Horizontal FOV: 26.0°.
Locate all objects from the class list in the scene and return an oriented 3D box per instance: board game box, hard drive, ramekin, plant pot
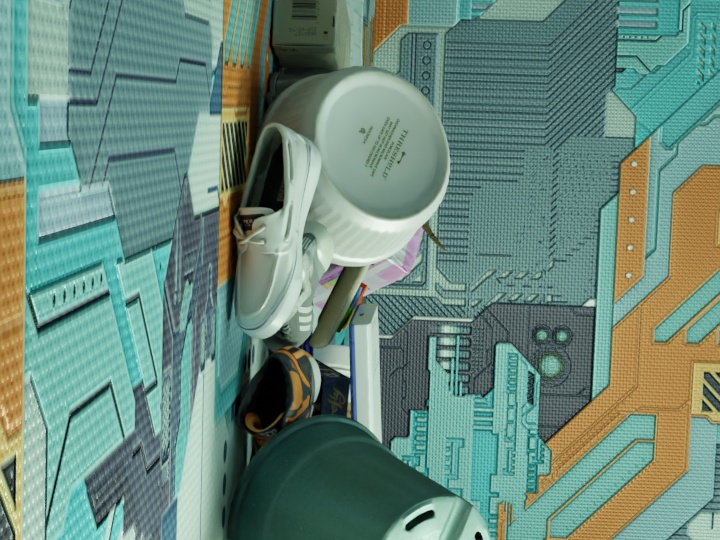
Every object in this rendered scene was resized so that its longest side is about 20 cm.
[{"bbox_3d":[-0.057,0.213,1.836,0.135,0.034,0.202,-163,-102,-70],"label":"board game box"},{"bbox_3d":[0.006,0.147,1.699,0.132,0.025,0.202,-63,152,-81],"label":"hard drive"},{"bbox_3d":[0.000,-0.113,1.573,0.094,0.201,0.204,-26,-124,58],"label":"ramekin"},{"bbox_3d":[0.008,0.255,1.460,0.195,0.199,0.202,15,-73,54],"label":"plant pot"}]

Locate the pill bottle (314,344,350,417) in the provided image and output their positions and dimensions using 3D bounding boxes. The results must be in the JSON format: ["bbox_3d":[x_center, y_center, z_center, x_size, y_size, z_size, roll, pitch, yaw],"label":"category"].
[{"bbox_3d":[-0.036,0.205,2.017,0.115,0.113,0.202,85,8,-65],"label":"pill bottle"}]

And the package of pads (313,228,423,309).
[{"bbox_3d":[0.003,-0.033,1.946,0.200,0.075,0.121,-27,-144,54],"label":"package of pads"}]

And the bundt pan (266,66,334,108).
[{"bbox_3d":[-0.035,-0.130,1.713,0.202,0.075,0.204,-10,90,-75],"label":"bundt pan"}]

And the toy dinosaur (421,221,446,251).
[{"bbox_3d":[0.033,-0.118,1.712,0.201,0.060,0.107,55,34,-22],"label":"toy dinosaur"}]

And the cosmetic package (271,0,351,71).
[{"bbox_3d":[-0.053,-0.268,1.772,0.200,0.072,0.105,78,14,-77],"label":"cosmetic package"}]

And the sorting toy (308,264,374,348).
[{"bbox_3d":[0.000,0.000,1.748,0.186,0.036,0.200,-63,-179,3],"label":"sorting toy"}]

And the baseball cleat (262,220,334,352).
[{"bbox_3d":[-0.084,0.034,1.555,0.107,0.069,0.201,-51,166,-39],"label":"baseball cleat"}]

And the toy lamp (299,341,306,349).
[{"bbox_3d":[-0.081,0.000,1.652,0.058,0.058,0.202,-82,171,-57],"label":"toy lamp"}]

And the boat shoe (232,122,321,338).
[{"bbox_3d":[-0.091,-0.040,1.452,0.065,0.073,0.202,32,60,-51],"label":"boat shoe"}]

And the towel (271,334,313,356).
[{"bbox_3d":[-0.075,0.012,1.789,0.148,0.049,0.201,-82,174,-50],"label":"towel"}]

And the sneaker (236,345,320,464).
[{"bbox_3d":[-0.091,0.177,1.557,0.112,0.077,0.202,6,85,-76],"label":"sneaker"}]
